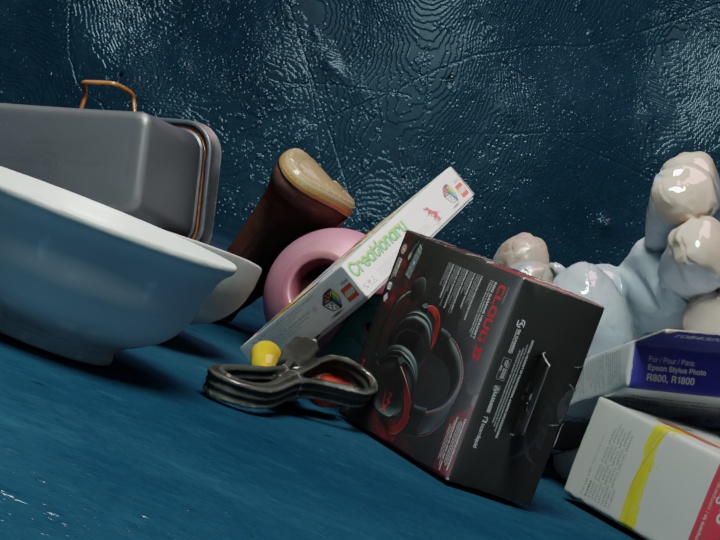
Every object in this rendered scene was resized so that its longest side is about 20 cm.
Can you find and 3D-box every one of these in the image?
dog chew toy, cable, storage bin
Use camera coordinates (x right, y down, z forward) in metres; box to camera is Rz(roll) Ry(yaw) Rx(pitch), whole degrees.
[{"bbox_3d":[-0.009,0.036,1.878,0.124,0.125,0.200,22,-6,19],"label":"dog chew toy"},{"bbox_3d":[-0.050,0.086,1.487,0.097,0.050,0.200,27,15,8],"label":"cable"},{"bbox_3d":[-0.229,-0.090,1.766,0.200,0.146,0.134,5,-8,12],"label":"storage bin"}]

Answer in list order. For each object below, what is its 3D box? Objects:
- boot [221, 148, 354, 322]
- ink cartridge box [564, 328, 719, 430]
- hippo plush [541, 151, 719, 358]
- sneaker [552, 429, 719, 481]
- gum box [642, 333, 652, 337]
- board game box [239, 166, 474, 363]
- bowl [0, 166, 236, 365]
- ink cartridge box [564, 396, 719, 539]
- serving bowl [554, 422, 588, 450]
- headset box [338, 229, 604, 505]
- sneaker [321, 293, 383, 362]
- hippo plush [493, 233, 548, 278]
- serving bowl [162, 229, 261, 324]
[{"bbox_3d":[-0.083,-0.021,1.888,0.072,0.166,0.200,47,2,12],"label":"boot"},{"bbox_3d":[0.268,0.090,1.662,0.196,0.043,0.200,6,-14,-22],"label":"ink cartridge box"},{"bbox_3d":[0.220,-0.001,1.709,0.161,0.160,0.200,-15,1,15],"label":"hippo plush"},{"bbox_3d":[0.256,0.173,1.731,0.200,0.085,0.073,-1,-10,-7],"label":"sneaker"},{"bbox_3d":[0.254,0.105,1.865,0.044,0.200,0.170,-23,2,0],"label":"gum box"},{"bbox_3d":[0.000,0.000,1.670,0.035,0.126,0.200,50,36,-2],"label":"board game box"},{"bbox_3d":[-0.186,0.002,1.353,0.201,0.091,0.201,21,2,-1],"label":"bowl"},{"bbox_3d":[0.266,0.171,1.570,0.145,0.084,0.200,19,4,-33],"label":"ink cartridge box"},{"bbox_3d":[0.130,0.103,1.852,0.200,0.066,0.200,28,3,-2],"label":"serving bowl"},{"bbox_3d":[0.079,0.067,1.508,0.075,0.149,0.200,19,3,-28],"label":"headset box"},{"bbox_3d":[0.072,0.071,1.691,0.200,0.121,0.084,21,2,-9],"label":"sneaker"},{"bbox_3d":[0.089,0.031,2.093,0.160,0.160,0.200,9,25,-16],"label":"hippo plush"},{"bbox_3d":[-0.179,0.000,1.631,0.200,0.066,0.200,17,-3,1],"label":"serving bowl"}]
